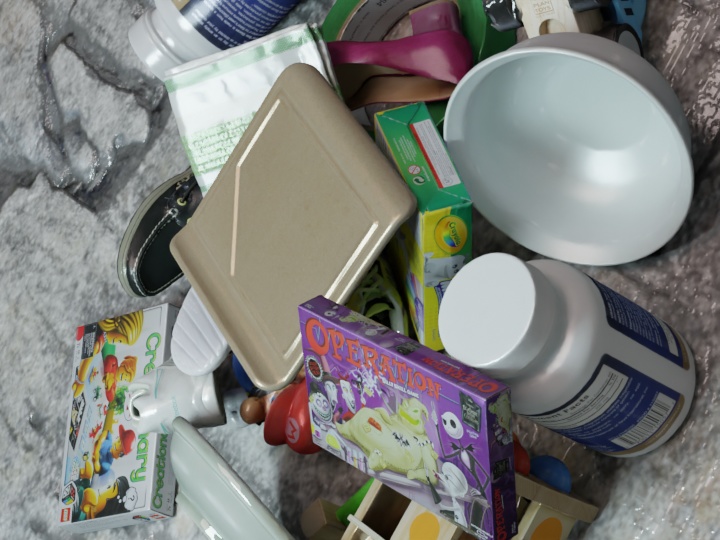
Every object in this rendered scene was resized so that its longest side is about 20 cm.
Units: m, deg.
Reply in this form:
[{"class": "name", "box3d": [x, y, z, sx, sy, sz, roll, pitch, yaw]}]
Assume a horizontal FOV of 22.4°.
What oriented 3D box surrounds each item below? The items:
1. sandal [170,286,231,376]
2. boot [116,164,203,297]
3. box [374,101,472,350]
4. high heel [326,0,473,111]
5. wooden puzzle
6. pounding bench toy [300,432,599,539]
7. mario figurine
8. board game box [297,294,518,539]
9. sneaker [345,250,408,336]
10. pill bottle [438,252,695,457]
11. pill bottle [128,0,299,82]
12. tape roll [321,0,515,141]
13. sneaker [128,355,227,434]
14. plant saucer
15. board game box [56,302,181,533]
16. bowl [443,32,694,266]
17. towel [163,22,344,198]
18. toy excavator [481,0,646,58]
[{"class": "sandal", "box3d": [-0.095, -0.001, 1.520, 0.079, 0.059, 0.207, 16, 75, 33]}, {"class": "boot", "box3d": [-0.109, -0.045, 1.622, 0.153, 0.074, 0.204, 14, 52, 41]}, {"class": "box", "box3d": [0.051, -0.023, 1.459, 0.048, 0.201, 0.118, -14, 52, -11]}, {"class": "high heel", "box3d": [0.004, -0.153, 1.539, 0.199, 0.067, 0.096, -29, 45, 25]}, {"class": "wooden puzzle", "box3d": [-0.054, -0.034, 1.431, 0.200, 0.037, 0.185, -52, 52, 22]}, {"class": "pounding bench toy", "box3d": [0.053, 0.176, 1.383, 0.200, 0.124, 0.157, 30, 93, 45]}, {"class": "mario figurine", "box3d": [-0.092, 0.088, 1.558, 0.106, 0.123, 0.200, -45, 43, 1]}, {"class": "board game box", "box3d": [0.031, 0.103, 1.280, 0.200, 0.032, 0.121, 24, 125, 45]}, {"class": "sneaker", "box3d": [0.000, 0.000, 1.479, 0.075, 0.201, 0.076, -26, 16, -18]}, {"class": "pill bottle", "box3d": [0.146, 0.058, 1.299, 0.111, 0.200, 0.112, -18, 60, 35]}, {"class": "pill bottle", "box3d": [-0.128, -0.269, 1.744, 0.200, 0.111, 0.111, -41, 50, 20]}, {"class": "tape roll", "box3d": [0.042, -0.185, 1.602, 0.200, 0.048, 0.201, -18, 61, 36]}, {"class": "sneaker", "box3d": [-0.164, 0.103, 1.581, 0.080, 0.200, 0.071, -14, 92, -7]}, {"class": "plant saucer", "box3d": [-0.096, 0.205, 1.448, 0.050, 0.200, 0.200, -41, 46, -9]}, {"class": "board game box", "box3d": [-0.222, 0.139, 1.705, 0.126, 0.035, 0.201, -15, 63, 36]}, {"class": "bowl", "box3d": [0.170, -0.108, 1.386, 0.200, 0.202, 0.091, -11, 33, 38]}, {"class": "towel", "box3d": [-0.071, -0.098, 1.553, 0.148, 0.031, 0.201, -16, 100, 17]}, {"class": "toy excavator", "box3d": [0.184, -0.255, 1.478, 0.100, 0.200, 0.195, -10, 110, 37]}]
